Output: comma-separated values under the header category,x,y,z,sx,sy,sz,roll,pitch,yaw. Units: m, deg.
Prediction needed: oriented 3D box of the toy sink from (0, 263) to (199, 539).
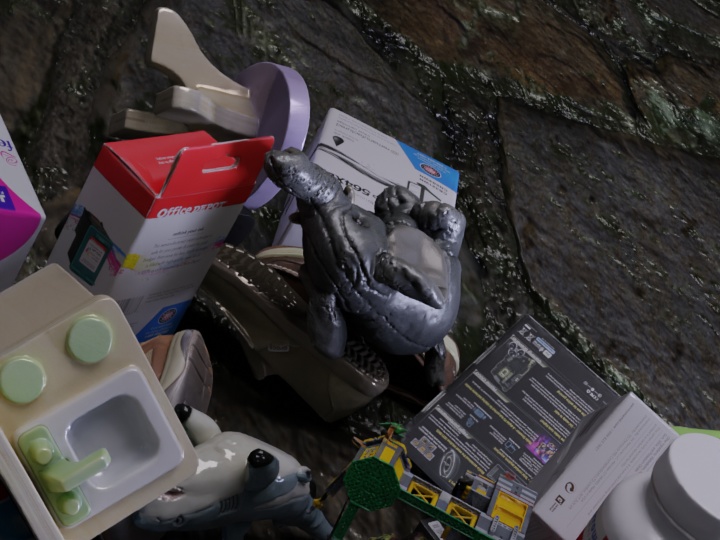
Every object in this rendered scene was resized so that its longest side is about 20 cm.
category,x,y,z,sx,sy,sz,roll,pitch,yaw
toy sink,-0.182,0.088,1.202,0.131,0.112,0.200,63,-12,-17

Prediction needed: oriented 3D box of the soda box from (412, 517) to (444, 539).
category,x,y,z,sx,sy,sz,roll,pitch,yaw
soda box,0.103,0.266,1.366,0.063,0.071,0.200,-2,43,-45

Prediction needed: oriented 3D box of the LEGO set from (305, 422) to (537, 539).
category,x,y,z,sx,sy,sz,roll,pitch,yaw
LEGO set,0.031,0.195,1.296,0.153,0.201,0.116,19,19,6

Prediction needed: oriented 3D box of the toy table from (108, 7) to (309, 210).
category,x,y,z,sx,sy,sz,roll,pitch,yaw
toy table,-0.137,-0.127,1.677,0.116,0.200,0.185,11,70,-24

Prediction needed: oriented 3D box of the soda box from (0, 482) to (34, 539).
category,x,y,z,sx,sy,sz,roll,pitch,yaw
soda box,-0.263,0.151,1.199,0.064,0.068,0.200,0,40,-44

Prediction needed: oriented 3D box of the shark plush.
category,x,y,z,sx,sy,sz,roll,pitch,yaw
shark plush,-0.084,0.158,1.349,0.091,0.084,0.200,26,-3,26

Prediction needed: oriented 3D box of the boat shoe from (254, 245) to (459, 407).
category,x,y,z,sx,sy,sz,roll,pitch,yaw
boat shoe,-0.006,0.050,1.615,0.201,0.075,0.075,26,34,-9

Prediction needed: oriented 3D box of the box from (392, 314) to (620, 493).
category,x,y,z,sx,sy,sz,roll,pitch,yaw
box,0.147,0.155,1.523,0.160,0.044,0.200,-42,69,-18

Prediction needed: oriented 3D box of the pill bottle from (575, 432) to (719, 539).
category,x,y,z,sx,sy,sz,roll,pitch,yaw
pill bottle,0.188,0.206,1.258,0.112,0.201,0.113,21,32,-14

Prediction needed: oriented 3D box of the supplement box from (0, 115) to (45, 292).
category,x,y,z,sx,sy,sz,roll,pitch,yaw
supplement box,-0.327,-0.071,1.465,0.101,0.104,0.200,9,37,-37

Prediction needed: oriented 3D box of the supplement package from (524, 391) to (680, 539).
category,x,y,z,sx,sy,sz,roll,pitch,yaw
supplement package,0.219,0.205,1.407,0.200,0.120,0.121,42,-16,1

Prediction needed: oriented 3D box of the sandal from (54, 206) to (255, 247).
category,x,y,z,sx,sy,sz,roll,pitch,yaw
sandal,-0.161,-0.030,1.597,0.199,0.075,0.045,4,49,-45

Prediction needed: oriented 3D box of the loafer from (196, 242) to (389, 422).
category,x,y,z,sx,sy,sz,roll,pitch,yaw
loafer,-0.071,0.051,1.545,0.200,0.068,0.076,38,16,8

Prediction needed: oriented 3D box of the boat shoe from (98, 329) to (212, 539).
category,x,y,z,sx,sy,sz,roll,pitch,yaw
boat shoe,-0.159,0.121,1.365,0.071,0.076,0.200,-1,36,12

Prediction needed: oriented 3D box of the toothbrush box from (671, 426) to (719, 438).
category,x,y,z,sx,sy,sz,roll,pitch,yaw
toothbrush box,0.282,0.226,1.593,0.145,0.086,0.200,7,35,-36

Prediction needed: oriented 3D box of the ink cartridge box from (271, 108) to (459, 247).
category,x,y,z,sx,sy,sz,roll,pitch,yaw
ink cartridge box,0.006,-0.047,1.770,0.145,0.085,0.200,27,27,-8

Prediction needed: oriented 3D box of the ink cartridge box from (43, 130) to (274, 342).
category,x,y,z,sx,sy,sz,roll,pitch,yaw
ink cartridge box,-0.159,-0.036,1.464,0.067,0.201,0.116,43,30,22

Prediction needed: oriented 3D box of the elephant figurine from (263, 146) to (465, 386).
category,x,y,z,sx,sy,sz,roll,pitch,yaw
elephant figurine,0.000,0.000,1.489,0.155,0.142,0.200,27,9,17
